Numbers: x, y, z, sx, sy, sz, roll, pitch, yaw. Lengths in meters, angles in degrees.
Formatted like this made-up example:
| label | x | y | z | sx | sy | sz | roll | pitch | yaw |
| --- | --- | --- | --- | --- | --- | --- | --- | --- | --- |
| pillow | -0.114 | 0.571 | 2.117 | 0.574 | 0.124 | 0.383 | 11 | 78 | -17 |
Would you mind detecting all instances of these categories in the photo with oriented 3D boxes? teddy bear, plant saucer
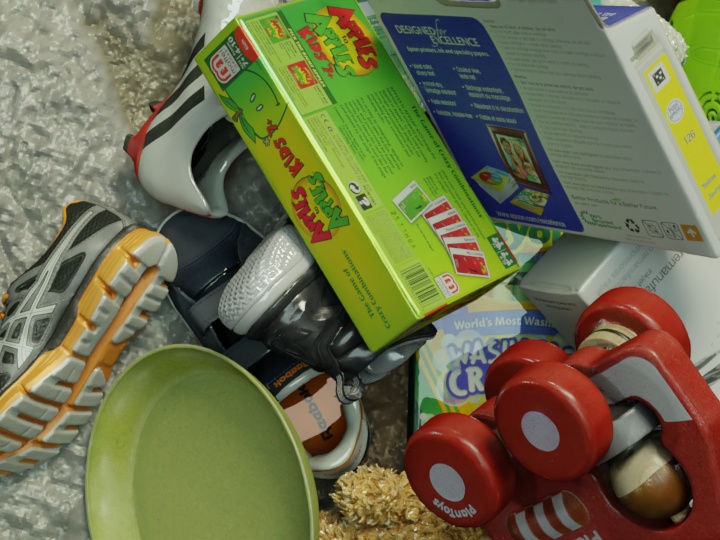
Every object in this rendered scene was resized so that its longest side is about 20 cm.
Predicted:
| label | x | y | z | sx | sy | sz | roll | pitch | yaw |
| --- | --- | --- | --- | --- | --- | --- | --- | --- | --- |
| teddy bear | 0.020 | 0.180 | 1.193 | 0.199 | 0.067 | 0.146 | 2 | 111 | -4 |
| plant saucer | -0.091 | 0.143 | 1.168 | 0.031 | 0.199 | 0.201 | -5 | 88 | -47 |

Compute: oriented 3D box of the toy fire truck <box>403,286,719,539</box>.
| label | x | y | z | sx | sy | sz | roll | pitch | yaw |
| --- | --- | --- | --- | --- | --- | --- | --- | --- | --- |
| toy fire truck | 0.135 | 0.118 | 1.083 | 0.168 | 0.200 | 0.112 | 54 | 47 | -2 |

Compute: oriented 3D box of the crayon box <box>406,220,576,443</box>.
| label | x | y | z | sx | sy | sz | roll | pitch | yaw |
| --- | --- | --- | --- | --- | --- | --- | --- | --- | --- |
| crayon box | 0.095 | 0.024 | 1.226 | 0.125 | 0.052 | 0.201 | 1 | 88 | -4 |

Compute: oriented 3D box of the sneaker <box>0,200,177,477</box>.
| label | x | y | z | sx | sy | sz | roll | pitch | yaw |
| --- | --- | --- | --- | --- | --- | --- | --- | --- | --- |
| sneaker | -0.197 | 0.045 | 1.203 | 0.077 | 0.078 | 0.200 | 39 | 92 | 27 |

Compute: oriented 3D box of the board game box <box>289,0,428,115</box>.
| label | x | y | z | sx | sy | sz | roll | pitch | yaw |
| --- | --- | --- | --- | --- | --- | --- | --- | --- | --- |
| board game box | 0.042 | -0.152 | 1.241 | 0.199 | 0.023 | 0.105 | -11 | 90 | -4 |

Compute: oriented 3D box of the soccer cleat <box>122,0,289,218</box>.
| label | x | y | z | sx | sy | sz | roll | pitch | yaw |
| --- | --- | --- | --- | --- | --- | --- | --- | --- | --- |
| soccer cleat | -0.075 | -0.127 | 1.188 | 0.085 | 0.069 | 0.201 | 33 | 101 | 34 |

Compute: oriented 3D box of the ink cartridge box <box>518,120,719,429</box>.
| label | x | y | z | sx | sy | sz | roll | pitch | yaw |
| --- | --- | --- | --- | --- | --- | --- | --- | --- | --- |
| ink cartridge box | 0.219 | 0.029 | 1.184 | 0.147 | 0.086 | 0.200 | -47 | 107 | -12 |

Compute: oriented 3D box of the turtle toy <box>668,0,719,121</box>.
| label | x | y | z | sx | sy | sz | roll | pitch | yaw |
| --- | --- | --- | --- | --- | --- | --- | --- | --- | --- |
| turtle toy | 0.260 | -0.161 | 1.208 | 0.101 | 0.145 | 0.201 | 18 | 88 | -43 |

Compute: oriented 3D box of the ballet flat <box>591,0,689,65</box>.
| label | x | y | z | sx | sy | sz | roll | pitch | yaw |
| --- | --- | --- | --- | --- | --- | --- | --- | --- | --- |
| ballet flat | 0.117 | -0.165 | 1.200 | 0.200 | 0.072 | 0.072 | 35 | 86 | 21 |

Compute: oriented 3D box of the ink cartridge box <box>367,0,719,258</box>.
| label | x | y | z | sx | sy | sz | roll | pitch | yaw |
| --- | --- | --- | --- | --- | --- | --- | --- | --- | --- |
| ink cartridge box | 0.102 | -0.104 | 1.078 | 0.047 | 0.197 | 0.200 | -42 | 120 | -23 |

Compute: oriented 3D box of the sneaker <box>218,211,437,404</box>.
| label | x | y | z | sx | sy | sz | roll | pitch | yaw |
| --- | --- | --- | --- | --- | --- | --- | --- | --- | --- |
| sneaker | 0.000 | 0.000 | 1.175 | 0.114 | 0.075 | 0.200 | 42 | 44 | -6 |

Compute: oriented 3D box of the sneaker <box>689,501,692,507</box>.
| label | x | y | z | sx | sy | sz | roll | pitch | yaw |
| --- | --- | --- | --- | --- | --- | --- | --- | --- | --- |
| sneaker | 0.215 | 0.188 | 1.170 | 0.146 | 0.200 | 0.081 | 46 | 55 | -9 |

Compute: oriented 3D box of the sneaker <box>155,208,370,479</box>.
| label | x | y | z | sx | sy | sz | roll | pitch | yaw |
| --- | --- | --- | --- | --- | --- | --- | --- | --- | --- |
| sneaker | -0.058 | 0.041 | 1.203 | 0.078 | 0.079 | 0.200 | -37 | 90 | -2 |

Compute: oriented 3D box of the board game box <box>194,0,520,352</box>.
| label | x | y | z | sx | sy | sz | roll | pitch | yaw |
| --- | --- | --- | --- | --- | --- | --- | --- | --- | --- |
| board game box | -0.001 | -0.062 | 1.122 | 0.101 | 0.048 | 0.200 | -24 | 81 | -47 |
